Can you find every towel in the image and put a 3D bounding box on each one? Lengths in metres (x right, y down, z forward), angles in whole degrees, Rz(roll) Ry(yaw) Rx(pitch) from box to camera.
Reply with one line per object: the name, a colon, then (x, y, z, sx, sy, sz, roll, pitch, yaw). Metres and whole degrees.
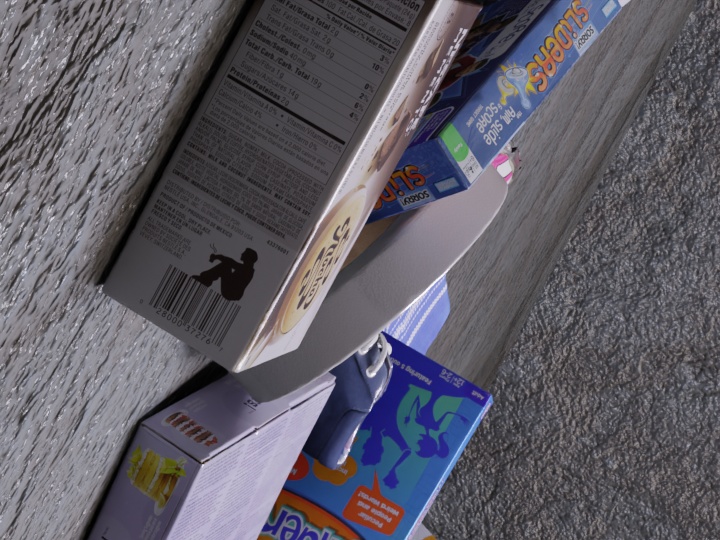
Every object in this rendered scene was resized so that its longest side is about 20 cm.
towel: (0.036, -0.005, 1.608, 0.145, 0.024, 0.200, -56, 152, -45)

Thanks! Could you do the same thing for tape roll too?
tape roll: (0.000, 0.000, 1.302, 0.203, 0.037, 0.203, -40, -170, 8)

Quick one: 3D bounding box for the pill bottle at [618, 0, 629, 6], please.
pill bottle: (0.141, -0.230, 1.359, 0.116, 0.116, 0.200, -59, 172, -8)

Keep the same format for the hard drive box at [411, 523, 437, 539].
hard drive box: (-0.030, 0.242, 1.601, 0.200, 0.156, 0.077, -17, 142, -44)

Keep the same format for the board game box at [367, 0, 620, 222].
board game box: (0.051, -0.098, 1.269, 0.135, 0.034, 0.200, -18, -157, 45)

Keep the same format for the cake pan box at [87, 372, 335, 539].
cake pan box: (-0.105, 0.152, 1.370, 0.184, 0.052, 0.200, -62, 165, 24)

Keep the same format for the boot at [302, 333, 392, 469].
boot: (-0.008, 0.031, 1.451, 0.200, 0.090, 0.073, -63, 171, 23)

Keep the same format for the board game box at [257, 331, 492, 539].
board game box: (-0.023, 0.135, 1.513, 0.200, 0.152, 0.045, -59, 171, -7)

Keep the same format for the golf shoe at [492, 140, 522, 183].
golf shoe: (0.053, -0.081, 1.512, 0.092, 0.073, 0.200, -53, 159, -3)

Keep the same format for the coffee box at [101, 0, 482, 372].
coffee box: (-0.030, -0.061, 1.047, 0.200, 0.080, 0.113, -61, 170, 9)
